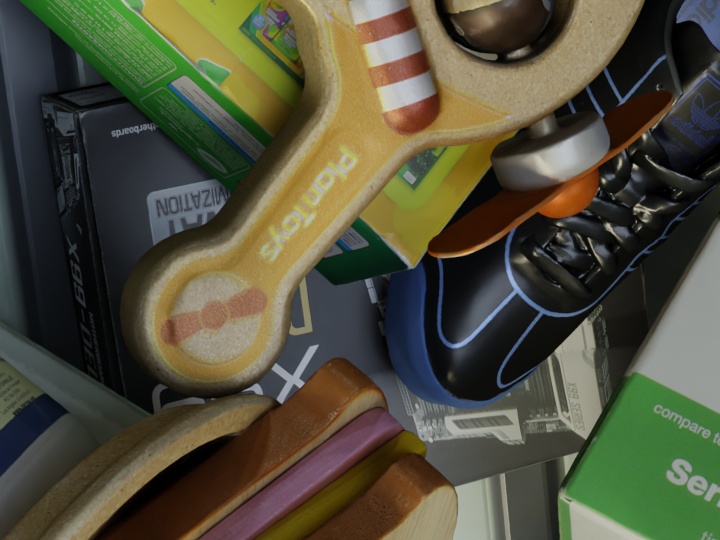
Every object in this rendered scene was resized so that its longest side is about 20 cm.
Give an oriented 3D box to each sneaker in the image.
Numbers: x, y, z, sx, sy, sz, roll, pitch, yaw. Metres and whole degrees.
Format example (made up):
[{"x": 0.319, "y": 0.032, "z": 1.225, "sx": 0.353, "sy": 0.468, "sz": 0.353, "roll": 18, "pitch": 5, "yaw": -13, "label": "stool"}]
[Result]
[{"x": 0.082, "y": -0.039, "z": 0.752, "sx": 0.070, "sy": 0.078, "sz": 0.201, "roll": 33, "pitch": 86, "yaw": -26, "label": "sneaker"}]

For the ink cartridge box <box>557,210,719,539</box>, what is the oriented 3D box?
[{"x": 0.149, "y": 0.031, "z": 0.771, "sx": 0.083, "sy": 0.147, "sz": 0.200, "roll": 27, "pitch": 73, "yaw": 17, "label": "ink cartridge box"}]

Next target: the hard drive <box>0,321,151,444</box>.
[{"x": -0.120, "y": 0.091, "z": 0.731, "sx": 0.199, "sy": 0.026, "sz": 0.132, "roll": 32, "pitch": 88, "yaw": 0, "label": "hard drive"}]

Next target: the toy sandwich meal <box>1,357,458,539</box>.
[{"x": -0.054, "y": 0.119, "z": 0.628, "sx": 0.070, "sy": 0.205, "sz": 0.206, "roll": 32, "pitch": 87, "yaw": 18, "label": "toy sandwich meal"}]

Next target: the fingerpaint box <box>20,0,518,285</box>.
[{"x": -0.020, "y": -0.124, "z": 0.713, "sx": 0.200, "sy": 0.073, "sz": 0.167, "roll": 41, "pitch": 72, "yaw": -13, "label": "fingerpaint box"}]

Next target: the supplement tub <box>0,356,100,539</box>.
[{"x": -0.188, "y": 0.047, "z": 0.645, "sx": 0.200, "sy": 0.145, "sz": 0.145, "roll": 38, "pitch": 85, "yaw": 0, "label": "supplement tub"}]

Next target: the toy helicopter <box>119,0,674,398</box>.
[{"x": 0.011, "y": -0.042, "z": 0.652, "sx": 0.132, "sy": 0.079, "sz": 0.200, "roll": 41, "pitch": 84, "yaw": -22, "label": "toy helicopter"}]

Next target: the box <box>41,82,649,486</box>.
[{"x": 0.000, "y": 0.000, "z": 0.795, "sx": 0.199, "sy": 0.050, "sz": 0.159, "roll": -13, "pitch": 105, "yaw": -21, "label": "box"}]
